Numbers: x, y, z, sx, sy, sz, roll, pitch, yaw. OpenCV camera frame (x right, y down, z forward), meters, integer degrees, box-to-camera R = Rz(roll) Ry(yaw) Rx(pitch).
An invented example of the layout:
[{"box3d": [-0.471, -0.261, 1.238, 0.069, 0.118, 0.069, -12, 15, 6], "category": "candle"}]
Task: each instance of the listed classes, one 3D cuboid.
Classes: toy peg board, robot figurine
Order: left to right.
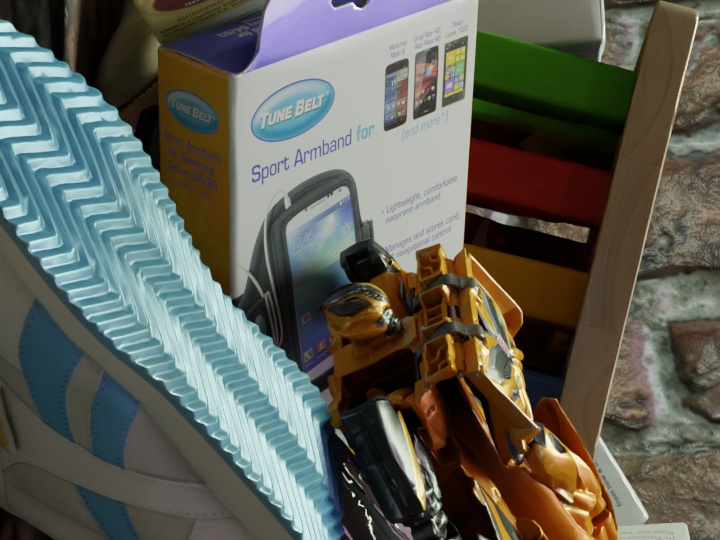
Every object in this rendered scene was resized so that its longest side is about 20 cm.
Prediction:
[{"box3d": [0.066, 0.001, 0.830, 0.200, 0.097, 0.201, 77, 28, -78], "category": "toy peg board"}, {"box3d": [0.051, 0.077, 0.635, 0.201, 0.058, 0.145, 57, 15, -28], "category": "robot figurine"}]

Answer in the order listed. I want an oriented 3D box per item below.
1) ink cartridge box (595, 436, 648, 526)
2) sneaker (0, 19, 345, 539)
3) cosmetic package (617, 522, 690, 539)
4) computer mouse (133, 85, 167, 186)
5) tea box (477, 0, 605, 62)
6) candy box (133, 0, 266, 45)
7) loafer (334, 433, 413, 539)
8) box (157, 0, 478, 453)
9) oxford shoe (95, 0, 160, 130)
[{"box3d": [0.051, 0.159, 1.061, 0.086, 0.199, 0.146, 57, -1, 13], "category": "ink cartridge box"}, {"box3d": [-0.079, 0.021, 0.505, 0.077, 0.080, 0.201, -85, 151, -48], "category": "sneaker"}, {"box3d": [0.085, 0.187, 0.742, 0.200, 0.112, 0.082, -83, 168, -60], "category": "cosmetic package"}, {"box3d": [-0.075, -0.017, 0.716, 0.201, 0.046, 0.141, -70, 165, -50], "category": "computer mouse"}, {"box3d": [0.009, -0.180, 0.903, 0.134, 0.198, 0.198, 46, 41, -82], "category": "tea box"}, {"box3d": [-0.070, -0.143, 0.603, 0.200, 0.055, 0.116, 68, -3, -77], "category": "candy box"}, {"box3d": [-0.031, 0.072, 0.625, 0.200, 0.072, 0.063, 52, 35, -15], "category": "loafer"}, {"box3d": [-0.014, -0.016, 0.666, 0.119, 0.041, 0.201, -24, 125, -41], "category": "box"}, {"box3d": [-0.078, -0.138, 0.761, 0.074, 0.071, 0.201, 37, 43, -26], "category": "oxford shoe"}]
